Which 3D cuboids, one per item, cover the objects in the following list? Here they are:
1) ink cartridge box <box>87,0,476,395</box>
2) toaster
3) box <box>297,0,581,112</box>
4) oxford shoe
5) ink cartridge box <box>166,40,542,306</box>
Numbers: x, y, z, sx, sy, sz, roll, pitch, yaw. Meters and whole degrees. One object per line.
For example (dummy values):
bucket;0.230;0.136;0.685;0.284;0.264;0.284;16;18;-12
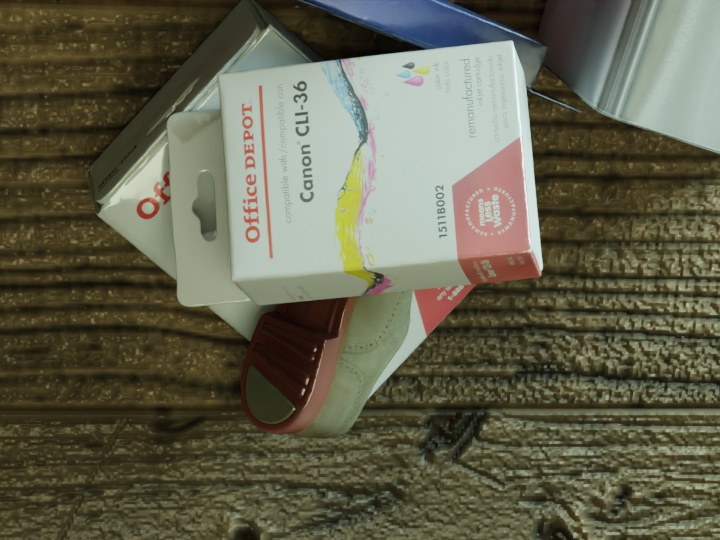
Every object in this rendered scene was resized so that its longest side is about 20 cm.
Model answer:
ink cartridge box;-0.037;-0.037;1.612;0.200;0.083;0.147;41;98;-21
toaster;0.213;-0.132;1.558;0.180;0.200;0.119;15;103;-15
box;0.025;-0.142;1.562;0.200;0.121;0.032;21;95;-17
oxford shoe;0.000;0.000;1.564;0.075;0.070;0.200;17;101;-51
ink cartridge box;-0.009;-0.048;1.486;0.199;0.068;0.117;-6;78;8
